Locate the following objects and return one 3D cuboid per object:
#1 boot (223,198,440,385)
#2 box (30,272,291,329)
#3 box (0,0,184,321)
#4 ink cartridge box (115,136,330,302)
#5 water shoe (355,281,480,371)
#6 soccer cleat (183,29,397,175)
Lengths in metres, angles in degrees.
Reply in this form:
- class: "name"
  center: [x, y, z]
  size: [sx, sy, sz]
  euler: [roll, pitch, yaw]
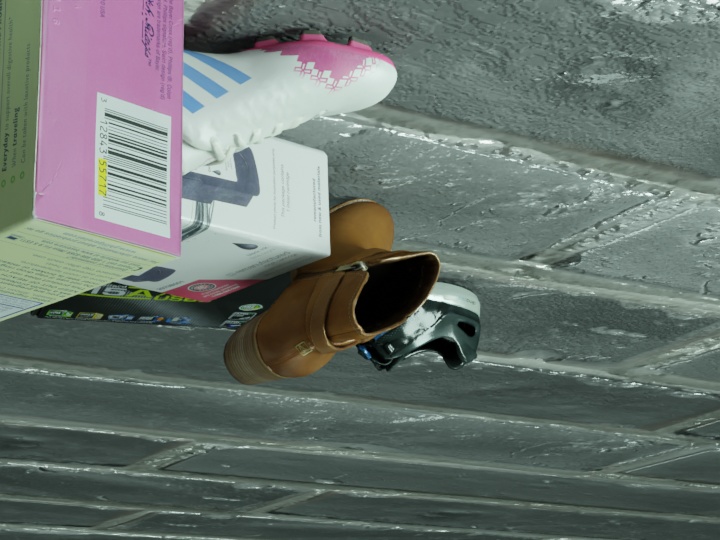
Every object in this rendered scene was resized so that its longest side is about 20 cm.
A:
- class: "boot"
  center: [0.000, 0.000, 1.233]
  size: [0.155, 0.077, 0.200]
  euler: [-23, -165, 49]
- class: "box"
  center: [-0.158, 0.001, 1.421]
  size: [0.200, 0.048, 0.193]
  euler: [4, 164, -20]
- class: "box"
  center: [-0.195, -0.076, 0.947]
  size: [0.200, 0.176, 0.097]
  euler: [-18, 156, 41]
- class: "ink cartridge box"
  center: [-0.142, -0.048, 1.198]
  size: [0.200, 0.085, 0.145]
  euler: [14, 156, -41]
- class: "water shoe"
  center: [0.015, 0.048, 1.533]
  size: [0.200, 0.079, 0.072]
  euler: [3, 162, -15]
- class: "soccer cleat"
  center: [-0.077, -0.096, 1.045]
  size: [0.200, 0.087, 0.070]
  euler: [1, 163, -8]
